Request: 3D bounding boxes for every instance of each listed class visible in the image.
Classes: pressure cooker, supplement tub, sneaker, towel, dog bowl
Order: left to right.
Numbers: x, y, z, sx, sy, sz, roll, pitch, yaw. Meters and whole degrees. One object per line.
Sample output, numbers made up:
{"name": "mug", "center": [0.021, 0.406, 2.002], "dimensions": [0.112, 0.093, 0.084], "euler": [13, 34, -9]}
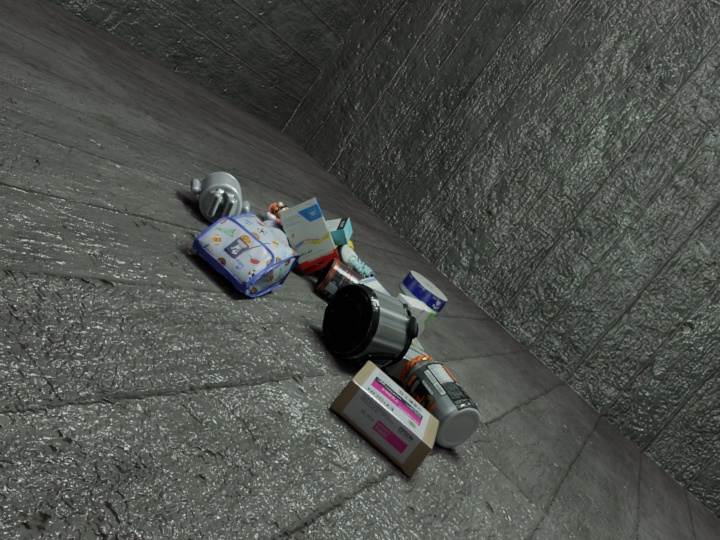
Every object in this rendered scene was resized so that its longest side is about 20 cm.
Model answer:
{"name": "supplement tub", "center": [-0.022, 0.061, 1.726], "dimensions": [0.198, 0.108, 0.107], "euler": [34, 12, -11]}
{"name": "sneaker", "center": [0.000, 0.000, 1.805], "dimensions": [0.078, 0.086, 0.202], "euler": [-41, 108, -40]}
{"name": "pressure cooker", "center": [0.031, 0.135, 1.443], "dimensions": [0.199, 0.180, 0.176], "euler": [24, 15, -46]}
{"name": "towel", "center": [0.073, 0.098, 1.638], "dimensions": [0.200, 0.024, 0.147], "euler": [48, 16, 8]}
{"name": "dog bowl", "center": [0.260, 0.093, 2.523], "dimensions": [0.199, 0.079, 0.200], "euler": [37, 12, -9]}
{"name": "supplement tub", "center": [0.178, 0.295, 1.412], "dimensions": [0.122, 0.123, 0.200], "euler": [28, 15, -38]}

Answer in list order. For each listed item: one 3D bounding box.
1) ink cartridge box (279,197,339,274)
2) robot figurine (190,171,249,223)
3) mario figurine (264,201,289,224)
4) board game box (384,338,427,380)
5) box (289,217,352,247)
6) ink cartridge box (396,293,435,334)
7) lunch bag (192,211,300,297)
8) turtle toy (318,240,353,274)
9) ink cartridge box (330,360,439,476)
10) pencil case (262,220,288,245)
{"name": "ink cartridge box", "center": [-0.138, -0.085, 1.714], "dimensions": [0.067, 0.114, 0.203], "euler": [-115, -177, -67]}
{"name": "robot figurine", "center": [-0.372, -0.194, 1.629], "dimensions": [0.168, 0.114, 0.201], "euler": [25, 16, -23]}
{"name": "mario figurine", "center": [-0.223, -0.183, 1.923], "dimensions": [0.197, 0.108, 0.123], "euler": [7, -12, 40]}
{"name": "board game box", "center": [0.106, 0.210, 1.591], "dimensions": [0.147, 0.064, 0.201], "euler": [32, 16, -34]}
{"name": "box", "center": [-0.128, -0.104, 1.808], "dimensions": [0.083, 0.196, 0.050], "euler": [-70, 149, -58]}
{"name": "ink cartridge box", "center": [0.133, 0.142, 1.862], "dimensions": [0.067, 0.118, 0.199], "euler": [43, 12, 32]}
{"name": "lunch bag", "center": [-0.257, -0.034, 1.372], "dimensions": [0.169, 0.125, 0.199], "euler": [40, 26, 12]}
{"name": "turtle toy", "center": [-0.096, -0.036, 1.881], "dimensions": [0.198, 0.101, 0.148], "euler": [26, 40, -38]}
{"name": "ink cartridge box", "center": [0.054, 0.284, 1.206], "dimensions": [0.199, 0.075, 0.165], "euler": [40, 11, 6]}
{"name": "pencil case", "center": [-0.236, -0.066, 1.630], "dimensions": [0.089, 0.084, 0.200], "euler": [12, 20, -19]}
